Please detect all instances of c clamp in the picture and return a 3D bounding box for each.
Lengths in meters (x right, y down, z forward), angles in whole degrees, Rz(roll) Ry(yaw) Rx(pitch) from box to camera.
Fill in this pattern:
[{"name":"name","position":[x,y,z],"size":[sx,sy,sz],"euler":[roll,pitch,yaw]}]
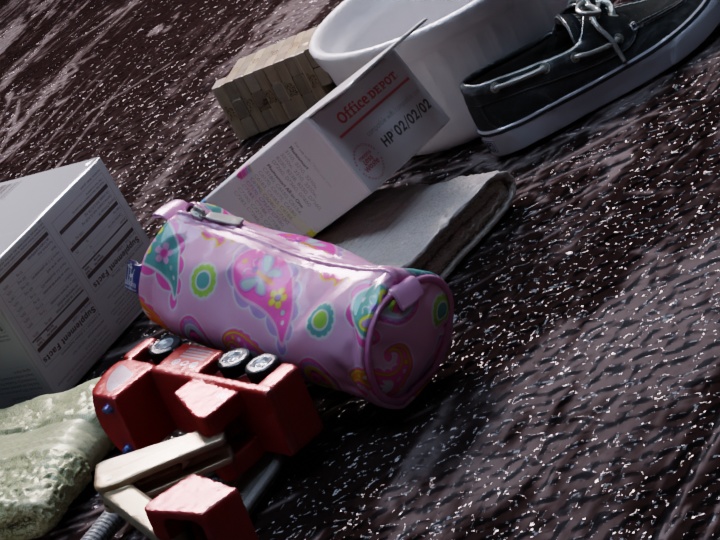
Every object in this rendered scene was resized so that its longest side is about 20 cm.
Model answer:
[{"name":"c clamp","position":[-0.136,0.152,1.237],"size":[0.170,0.027,0.200],"euler":[-8,29,42]}]

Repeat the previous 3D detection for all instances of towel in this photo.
[{"name":"towel","position":[-0.244,0.133,1.405],"size":[0.199,0.037,0.148],"euler":[-15,26,33]},{"name":"towel","position":[0.000,0.000,1.401],"size":[0.132,0.035,0.200],"euler":[-5,31,45]}]

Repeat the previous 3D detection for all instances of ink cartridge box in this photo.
[{"name":"ink cartridge box","position":[-0.021,-0.075,1.459],"size":[0.200,0.068,0.115],"euler":[-36,6,43]}]

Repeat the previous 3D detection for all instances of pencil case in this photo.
[{"name":"pencil case","position":[-0.042,0.016,1.278],"size":[0.200,0.088,0.087],"euler":[19,49,38]}]

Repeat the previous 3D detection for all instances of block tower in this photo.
[{"name":"block tower","position":[-0.021,-0.172,1.790],"size":[0.199,0.054,0.058],"euler":[-20,22,22]}]

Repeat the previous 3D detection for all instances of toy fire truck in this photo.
[{"name":"toy fire truck","position":[-0.099,0.102,1.219],"size":[0.200,0.049,0.141],"euler":[8,38,46]}]

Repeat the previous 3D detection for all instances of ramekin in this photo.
[{"name":"ramekin","position":[0.071,-0.170,1.607],"size":[0.200,0.098,0.201],"euler":[-25,21,10]}]

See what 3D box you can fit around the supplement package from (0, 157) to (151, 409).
[{"name":"supplement package","position":[-0.271,0.019,1.594],"size":[0.199,0.111,0.156],"euler":[-10,29,39]}]

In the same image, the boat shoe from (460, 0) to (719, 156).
[{"name":"boat shoe","position":[0.160,-0.158,1.507],"size":[0.199,0.068,0.074],"euler":[-29,21,-1]}]
